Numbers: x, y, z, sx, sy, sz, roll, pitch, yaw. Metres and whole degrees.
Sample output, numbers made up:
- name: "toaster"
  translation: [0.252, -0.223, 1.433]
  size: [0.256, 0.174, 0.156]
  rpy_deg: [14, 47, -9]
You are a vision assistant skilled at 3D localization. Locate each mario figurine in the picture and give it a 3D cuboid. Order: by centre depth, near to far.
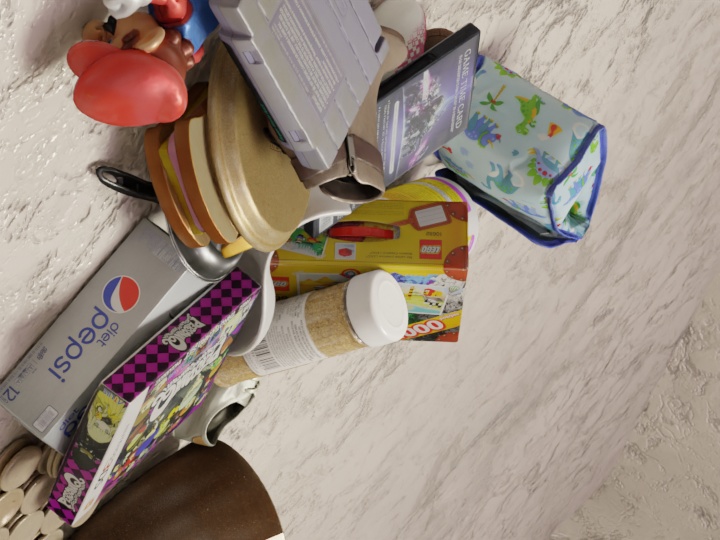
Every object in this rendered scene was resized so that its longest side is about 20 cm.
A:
- name: "mario figurine"
  translation: [-0.147, -0.189, 1.291]
  size: [0.200, 0.106, 0.124]
  rpy_deg: [-55, 128, -27]

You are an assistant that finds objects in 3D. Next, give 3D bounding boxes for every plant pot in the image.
- name: "plant pot"
  translation: [-0.209, 0.290, 1.835]
  size: [0.200, 0.187, 0.187]
  rpy_deg: [-21, 145, -35]

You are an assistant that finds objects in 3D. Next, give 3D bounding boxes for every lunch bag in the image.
- name: "lunch bag"
  translation: [0.174, -0.117, 1.990]
  size: [0.127, 0.170, 0.200]
  rpy_deg: [-52, 161, -10]

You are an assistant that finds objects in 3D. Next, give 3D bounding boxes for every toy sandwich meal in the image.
- name: "toy sandwich meal"
  translation: [-0.102, -0.101, 1.476]
  size: [0.205, 0.070, 0.206]
  rpy_deg: [-5, 90, -70]

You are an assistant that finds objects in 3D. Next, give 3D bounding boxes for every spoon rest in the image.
- name: "spoon rest"
  translation: [-0.090, -0.004, 1.615]
  size: [0.061, 0.099, 0.200]
  rpy_deg: [-5, 144, -49]

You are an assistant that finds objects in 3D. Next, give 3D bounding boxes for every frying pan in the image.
- name: "frying pan"
  translation: [-0.144, -0.069, 1.497]
  size: [0.190, 0.031, 0.115]
  rpy_deg: [52, 38, -44]

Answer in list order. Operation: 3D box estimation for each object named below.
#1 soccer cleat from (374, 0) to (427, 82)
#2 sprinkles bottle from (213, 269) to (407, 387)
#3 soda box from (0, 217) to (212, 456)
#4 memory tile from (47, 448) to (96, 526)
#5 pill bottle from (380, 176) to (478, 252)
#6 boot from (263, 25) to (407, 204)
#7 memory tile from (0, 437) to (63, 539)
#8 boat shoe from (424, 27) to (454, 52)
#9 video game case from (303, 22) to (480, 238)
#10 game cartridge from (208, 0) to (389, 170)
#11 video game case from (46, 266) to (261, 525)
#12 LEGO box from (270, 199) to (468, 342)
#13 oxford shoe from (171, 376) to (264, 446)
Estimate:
- name: "soccer cleat"
  translation: [-0.009, -0.161, 1.639]
  size: [0.086, 0.070, 0.200]
  rpy_deg: [11, 112, -58]
- name: "sprinkles bottle"
  translation: [-0.055, 0.056, 1.696]
  size: [0.200, 0.068, 0.068]
  rpy_deg: [-17, 179, 29]
- name: "soda box"
  translation: [-0.216, 0.057, 1.537]
  size: [0.200, 0.063, 0.068]
  rpy_deg: [-50, 162, -10]
- name: "memory tile"
  translation: [-0.219, 0.132, 1.669]
  size: [0.200, 0.017, 0.153]
  rpy_deg: [-54, 162, -26]
- name: "pill bottle"
  translation: [0.038, -0.034, 1.920]
  size: [0.200, 0.104, 0.104]
  rpy_deg: [-22, 144, -57]
- name: "boot"
  translation: [-0.010, -0.128, 1.496]
  size: [0.070, 0.146, 0.200]
  rpy_deg: [-26, 166, 37]
- name: "memory tile"
  translation: [-0.308, 0.220, 1.680]
  size: [0.153, 0.017, 0.200]
  rpy_deg: [-25, 147, -55]
- name: "boat shoe"
  translation: [0.022, -0.150, 1.747]
  size: [0.202, 0.075, 0.075]
  rpy_deg: [-45, 173, -5]
- name: "video game case"
  translation: [0.028, -0.126, 1.650]
  size: [0.200, 0.019, 0.143]
  rpy_deg: [-37, 155, -24]
- name: "game cartridge"
  translation: [-0.044, -0.179, 1.339]
  size: [0.130, 0.038, 0.200]
  rpy_deg: [-60, 148, -21]
- name: "video game case"
  translation: [-0.179, 0.108, 1.575]
  size: [0.200, 0.036, 0.181]
  rpy_deg: [-43, 168, -47]
- name: "LEGO box"
  translation: [0.000, 0.000, 1.743]
  size: [0.149, 0.200, 0.077]
  rpy_deg: [91, 0, -60]
- name: "oxford shoe"
  translation: [-0.120, 0.098, 1.853]
  size: [0.200, 0.058, 0.075]
  rpy_deg: [-54, 159, -3]
